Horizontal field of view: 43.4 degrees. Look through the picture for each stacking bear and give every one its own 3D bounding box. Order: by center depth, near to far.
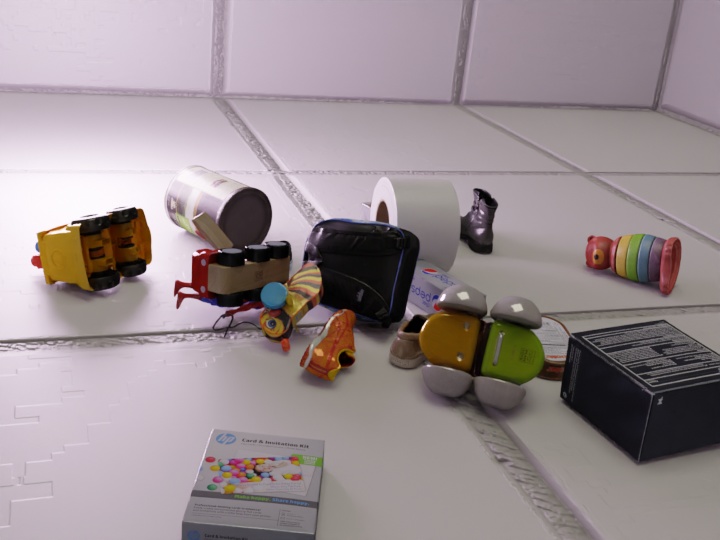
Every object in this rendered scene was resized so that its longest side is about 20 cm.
[{"bbox_3d":[0.594,-0.030,1.996,0.198,0.123,0.114,10,22,30],"label":"stacking bear"}]

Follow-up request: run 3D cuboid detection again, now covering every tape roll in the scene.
[{"bbox_3d":[0.110,-0.093,1.890,0.138,0.205,0.203,-1,22,-16],"label":"tape roll"}]

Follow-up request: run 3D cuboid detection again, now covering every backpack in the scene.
[{"bbox_3d":[0.000,0.000,1.668,0.198,0.185,0.147,11,-1,23],"label":"backpack"}]

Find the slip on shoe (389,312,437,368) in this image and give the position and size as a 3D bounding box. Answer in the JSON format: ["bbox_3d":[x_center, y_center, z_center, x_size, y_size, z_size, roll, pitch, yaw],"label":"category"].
[{"bbox_3d":[0.109,0.105,1.580,0.075,0.061,0.200,17,24,26],"label":"slip on shoe"}]

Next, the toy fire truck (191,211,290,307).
[{"bbox_3d":[-0.246,-0.025,1.627,0.199,0.130,0.175,12,15,36],"label":"toy fire truck"}]

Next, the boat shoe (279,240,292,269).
[{"bbox_3d":[-0.193,-0.009,1.792,0.068,0.057,0.200,13,22,17],"label":"boat shoe"}]

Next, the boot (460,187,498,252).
[{"bbox_3d":[0.268,-0.134,2.129,0.069,0.133,0.200,-5,24,-23],"label":"boot"}]

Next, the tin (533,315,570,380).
[{"bbox_3d":[0.323,0.131,1.605,0.111,0.042,0.200,-1,22,-5],"label":"tin"}]

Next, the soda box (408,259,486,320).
[{"bbox_3d":[0.151,0.044,1.740,0.068,0.064,0.200,-10,26,-33],"label":"soda box"}]

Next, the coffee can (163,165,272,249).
[{"bbox_3d":[-0.308,-0.133,1.954,0.199,0.148,0.146,24,28,39],"label":"coffee can"}]

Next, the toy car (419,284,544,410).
[{"bbox_3d":[0.196,0.129,1.452,0.198,0.177,0.150,11,-15,15],"label":"toy car"}]

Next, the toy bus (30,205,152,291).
[{"bbox_3d":[-0.522,-0.042,1.724,0.190,0.137,0.200,-2,14,26],"label":"toy bus"}]

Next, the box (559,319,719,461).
[{"bbox_3d":[0.449,0.179,1.394,0.198,0.124,0.198,-6,23,-23],"label":"box"}]

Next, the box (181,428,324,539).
[{"bbox_3d":[-0.126,0.272,1.124,0.154,0.042,0.200,6,20,0],"label":"box"}]

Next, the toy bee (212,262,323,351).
[{"bbox_3d":[-0.132,0.082,1.546,0.109,0.200,0.131,50,4,24],"label":"toy bee"}]

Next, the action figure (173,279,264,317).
[{"bbox_3d":[-0.237,0.052,1.642,0.198,0.052,0.066,3,26,-21],"label":"action figure"}]

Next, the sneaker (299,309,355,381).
[{"bbox_3d":[-0.040,0.128,1.501,0.077,0.073,0.200,30,28,2],"label":"sneaker"}]

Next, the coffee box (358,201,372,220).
[{"bbox_3d":[0.108,-0.115,2.108,0.199,0.080,0.114,-8,26,-32],"label":"coffee box"}]
